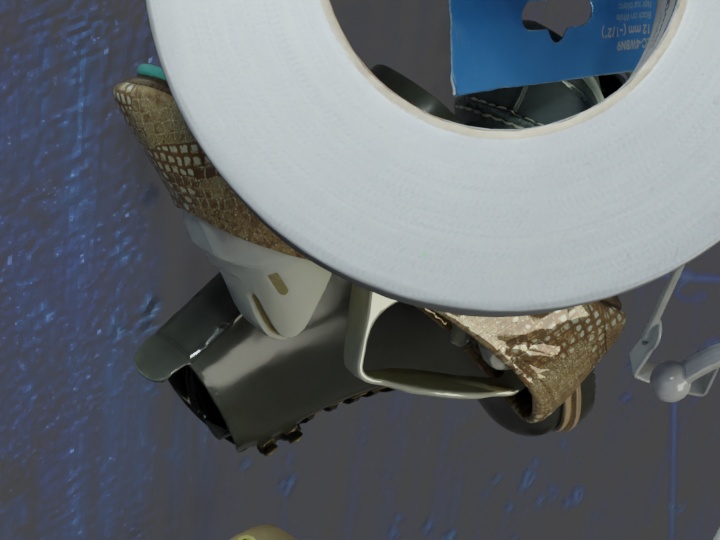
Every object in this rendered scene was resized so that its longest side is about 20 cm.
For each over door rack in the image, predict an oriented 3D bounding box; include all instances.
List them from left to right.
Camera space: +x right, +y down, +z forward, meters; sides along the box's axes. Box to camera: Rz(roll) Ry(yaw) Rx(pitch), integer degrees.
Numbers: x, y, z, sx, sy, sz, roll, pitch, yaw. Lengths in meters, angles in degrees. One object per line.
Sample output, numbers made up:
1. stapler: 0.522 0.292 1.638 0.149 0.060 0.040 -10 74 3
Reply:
1. over door rack: 0.119 0.013 0.816 0.148 0.066 0.201 -93 -174 -49

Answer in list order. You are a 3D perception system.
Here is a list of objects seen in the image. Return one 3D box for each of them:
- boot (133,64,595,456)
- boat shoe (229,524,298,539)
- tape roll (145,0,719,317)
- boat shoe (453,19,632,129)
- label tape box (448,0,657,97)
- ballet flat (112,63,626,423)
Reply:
1. boot: 0.002 0.034 0.870 0.138 0.077 0.200 -47 135 -12
2. boat shoe: -0.091 0.157 0.838 0.199 0.066 0.074 -25 139 -25
3. tape roll: 0.039 -0.087 0.670 0.201 0.200 0.066 -57 178 -3
4. boat shoe: 0.101 -0.054 0.926 0.200 0.073 0.062 10 99 -57
5. label tape box: 0.099 -0.158 0.791 0.143 0.066 0.201 -11 110 -52
6. ballet flat: 0.000 0.000 0.758 0.199 0.070 0.066 24 92 -25
